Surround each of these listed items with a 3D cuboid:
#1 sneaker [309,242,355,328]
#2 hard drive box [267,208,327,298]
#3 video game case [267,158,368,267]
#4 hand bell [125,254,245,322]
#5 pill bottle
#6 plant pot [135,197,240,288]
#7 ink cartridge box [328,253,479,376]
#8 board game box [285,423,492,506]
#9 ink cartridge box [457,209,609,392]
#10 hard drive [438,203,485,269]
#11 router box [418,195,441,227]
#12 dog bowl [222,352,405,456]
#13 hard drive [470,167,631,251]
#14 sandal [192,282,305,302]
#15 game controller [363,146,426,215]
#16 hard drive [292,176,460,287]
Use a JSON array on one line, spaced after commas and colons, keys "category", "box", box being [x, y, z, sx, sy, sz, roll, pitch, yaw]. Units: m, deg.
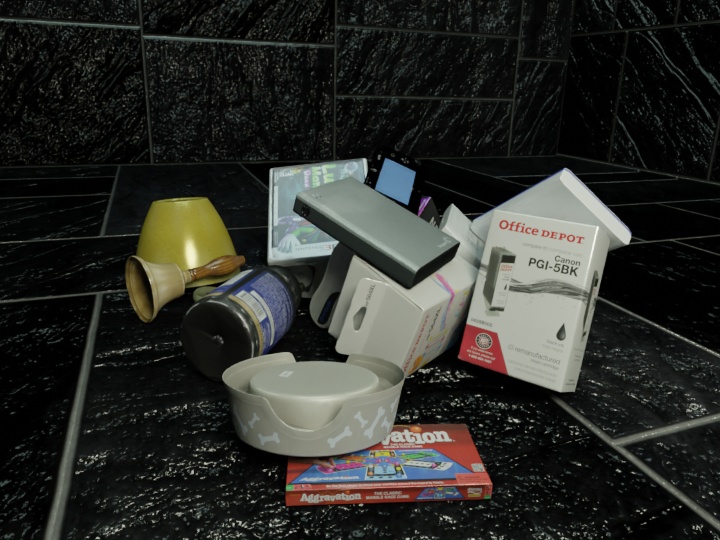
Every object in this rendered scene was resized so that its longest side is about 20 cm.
[{"category": "sneaker", "box": [0.000, 0.000, 0.894, 0.074, 0.201, 0.110, 50, 40, 15]}, {"category": "hard drive box", "box": [-0.064, -0.035, 1.042, 0.192, 0.162, 0.077, 3, 17, 7]}, {"category": "video game case", "box": [-0.068, -0.102, 0.973, 0.175, 0.024, 0.205, -6, 56, 1]}, {"category": "hand bell", "box": [-0.279, 0.007, 0.965, 0.102, 0.108, 0.197, 17, 25, 41]}, {"category": "pill bottle", "box": [-0.155, 0.061, 0.807, 0.108, 0.116, 0.200, 6, 18, 14]}, {"category": "plant pot", "box": [-0.327, -0.059, 1.072, 0.192, 0.147, 0.200, -2, 12, 0]}, {"category": "ink cartridge box", "box": [0.058, 0.050, 0.789, 0.124, 0.132, 0.197, 35, 33, 26]}, {"category": "board game box", "box": [0.024, 0.191, 0.579, 0.192, 0.020, 0.103, 0, 17, -5]}, {"category": "ink cartridge box", "box": [0.224, 0.036, 0.748, 0.143, 0.207, 0.082, 13, -2, 34]}, {"category": "hard drive", "box": [0.202, -0.011, 0.894, 0.199, 0.027, 0.132, 43, 24, -4]}, {"category": "router box", "box": [0.097, -0.066, 1.107, 0.146, 0.202, 0.052, 16, 62, 40]}, {"category": "dog bowl", "box": [-0.049, 0.137, 0.616, 0.192, 0.061, 0.200, 1, 4, 0]}, {"category": "hard drive", "box": [0.263, -0.057, 0.823, 0.026, 0.131, 0.199, -56, 12, -26]}, {"category": "sandal", "box": [-0.192, 0.031, 0.982, 0.193, 0.060, 0.080, -1, 13, 1]}, {"category": "game controller", "box": [0.058, -0.148, 0.989, 0.102, 0.042, 0.203, 30, 39, -10]}, {"category": "hard drive", "box": [0.024, -0.058, 0.777, 0.197, 0.034, 0.138, 34, 32, 21]}]
